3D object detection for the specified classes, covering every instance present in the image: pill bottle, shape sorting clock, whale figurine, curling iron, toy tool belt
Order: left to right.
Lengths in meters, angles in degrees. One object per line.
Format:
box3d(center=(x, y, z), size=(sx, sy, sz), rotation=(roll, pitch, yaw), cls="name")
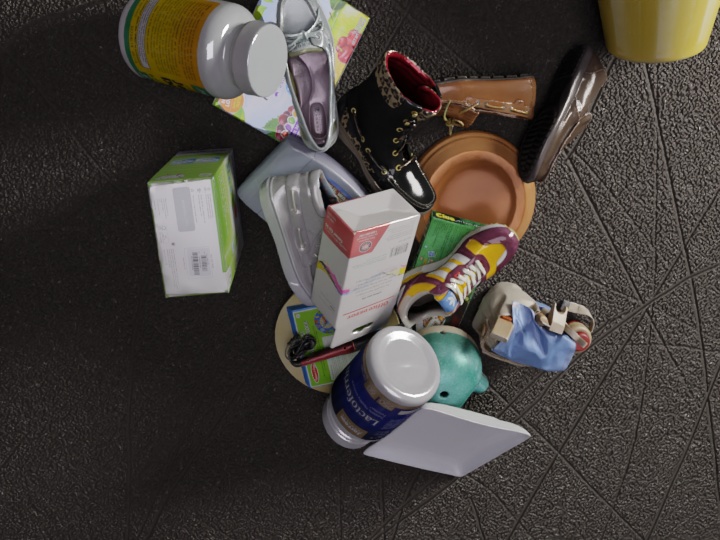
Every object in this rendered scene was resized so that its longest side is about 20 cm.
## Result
box3d(center=(-0.192, -0.278, 0.886), size=(0.196, 0.112, 0.116), rotation=(19, 110, 23), cls="pill bottle")
box3d(center=(-0.035, 0.102, 1.103), size=(0.194, 0.039, 0.205), rotation=(-2, 115, -4), cls="shape sorting clock")
box3d(center=(-0.019, 0.106, 1.069), size=(0.195, 0.026, 0.051), rotation=(-11, 118, 1), cls="curling iron")
box3d(center=(0.022, 0.177, 1.035), size=(0.114, 0.117, 0.201), rotation=(25, 138, -11), cls="pill bottle")
box3d(center=(0.123, 0.187, 1.105), size=(0.155, 0.105, 0.204), rotation=(1, 120, -1), cls="whale figurine")
box3d(center=(0.273, 0.101, 1.079), size=(0.195, 0.123, 0.128), rotation=(16, 107, -9), cls="toy tool belt")

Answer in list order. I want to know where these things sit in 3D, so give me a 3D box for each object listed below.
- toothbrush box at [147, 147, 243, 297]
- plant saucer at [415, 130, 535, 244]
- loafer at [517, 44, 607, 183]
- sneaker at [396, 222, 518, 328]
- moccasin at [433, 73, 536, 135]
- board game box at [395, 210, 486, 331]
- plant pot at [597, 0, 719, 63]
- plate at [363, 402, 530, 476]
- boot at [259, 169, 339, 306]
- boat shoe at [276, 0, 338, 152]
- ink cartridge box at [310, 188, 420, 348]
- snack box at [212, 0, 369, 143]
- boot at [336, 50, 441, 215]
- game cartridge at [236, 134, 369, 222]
box3d(center=(-0.211, -0.071, 0.950), size=(0.084, 0.201, 0.149), rotation=(-5, 109, -3), cls="toothbrush box")
box3d(center=(0.164, -0.101, 1.051), size=(0.195, 0.038, 0.205), rotation=(-1, 108, -4), cls="plant saucer")
box3d(center=(0.288, -0.208, 0.995), size=(0.070, 0.073, 0.203), rotation=(24, 97, -16), cls="loafer")
box3d(center=(0.138, 0.015, 1.000), size=(0.198, 0.091, 0.075), rotation=(-33, 118, 23), cls="sneaker")
box3d(center=(0.146, -0.229, 0.993), size=(0.196, 0.074, 0.080), rotation=(-5, 101, -12), cls="moccasin")
box3d(center=(0.123, 0.013, 1.067), size=(0.102, 0.024, 0.203), rotation=(15, 122, -6), cls="board game box")
box3d(center=(0.379, -0.379, 0.902), size=(0.196, 0.203, 0.192), rotation=(-12, 125, 1), cls="plant pot")
box3d(center=(0.130, 0.261, 1.117), size=(0.196, 0.033, 0.200), rotation=(17, 142, -21), cls="plate")
box3d(center=(-0.062, -0.041, 0.979), size=(0.093, 0.074, 0.203), rotation=(-9, 124, 18), cls="boot")
box3d(center=(-0.065, -0.255, 0.911), size=(0.072, 0.065, 0.207), rotation=(-7, 104, -3), cls="boat shoe")
box3d(center=(0.000, 0.000, 0.978), size=(0.115, 0.067, 0.203), rotation=(-17, 136, -35), cls="ink cartridge box")
box3d(center=(-0.095, -0.283, 0.964), size=(0.140, 0.053, 0.203), rotation=(26, 105, -11), cls="snack box")
box3d(center=(0.056, -0.179, 0.949), size=(0.073, 0.150, 0.201), rotation=(-39, 92, -35), cls="boot")
box3d(center=(-0.061, -0.090, 1.012), size=(0.199, 0.042, 0.132), rotation=(40, 123, -22), cls="game cartridge")
